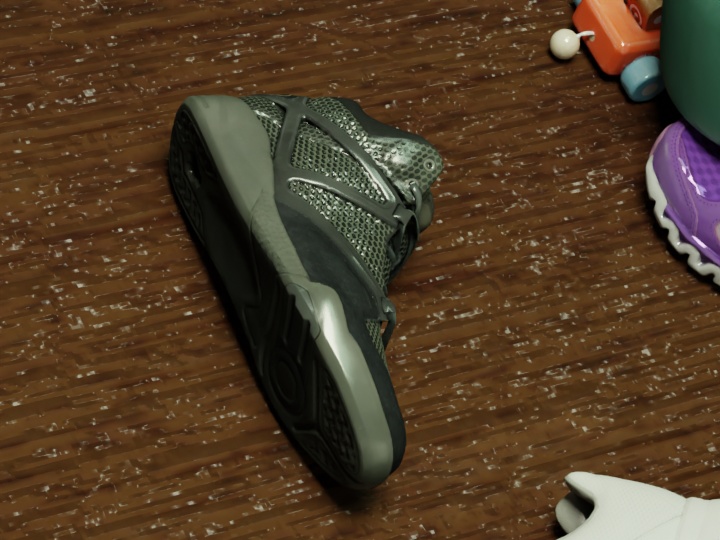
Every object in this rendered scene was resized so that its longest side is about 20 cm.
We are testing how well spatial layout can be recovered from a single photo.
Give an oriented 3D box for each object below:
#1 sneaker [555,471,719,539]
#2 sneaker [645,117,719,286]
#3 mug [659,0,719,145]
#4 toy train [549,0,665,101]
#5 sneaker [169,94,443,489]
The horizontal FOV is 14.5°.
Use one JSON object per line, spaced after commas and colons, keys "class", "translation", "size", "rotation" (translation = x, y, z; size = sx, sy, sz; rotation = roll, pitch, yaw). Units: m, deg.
{"class": "sneaker", "translation": [0.096, 0.162, 1.154], "size": [0.087, 0.075, 0.200], "rotation": [19, 41, 6]}
{"class": "sneaker", "translation": [0.226, -0.013, 1.328], "size": [0.200, 0.089, 0.080], "rotation": [41, 50, 12]}
{"class": "mug", "translation": [0.231, -0.145, 1.328], "size": [0.185, 0.115, 0.152], "rotation": [-32, 53, -25]}
{"class": "toy train", "translation": [0.144, -0.183, 1.447], "size": [0.150, 0.056, 0.201], "rotation": [-7, 57, -29]}
{"class": "sneaker", "translation": [0.000, 0.000, 1.223], "size": [0.114, 0.076, 0.200], "rotation": [-9, 53, -23]}
